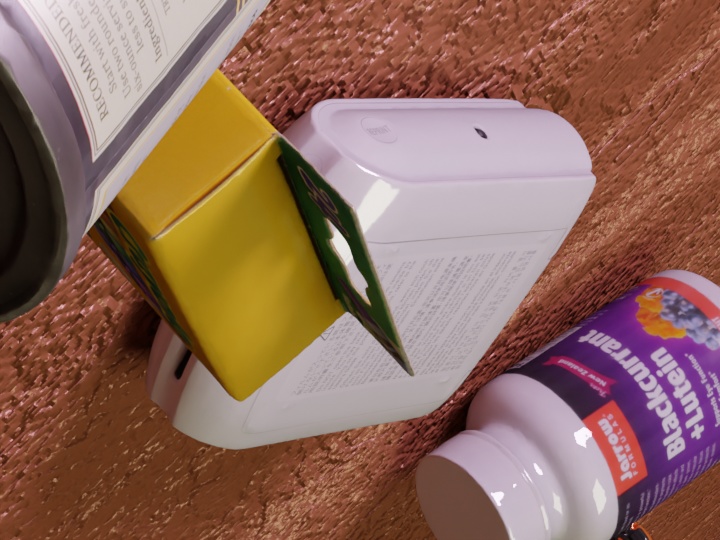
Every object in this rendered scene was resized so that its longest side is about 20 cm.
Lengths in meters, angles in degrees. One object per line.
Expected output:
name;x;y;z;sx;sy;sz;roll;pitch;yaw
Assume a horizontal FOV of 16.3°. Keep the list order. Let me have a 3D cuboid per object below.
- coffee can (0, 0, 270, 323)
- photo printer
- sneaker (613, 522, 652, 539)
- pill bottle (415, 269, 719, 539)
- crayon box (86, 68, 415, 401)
coffee can;-0.084;-0.106;0.646;0.200;0.146;0.147;-55;165;-35
photo printer;0.000;0.000;1.116;0.199;0.069;0.167;-6;136;-54
sneaker;0.143;0.258;1.752;0.200;0.075;0.078;-48;159;11
pill bottle;0.130;0.091;1.416;0.199;0.111;0.112;-31;153;-28
crayon box;-0.072;-0.042;0.774;0.052;0.200;0.126;-40;155;-9
